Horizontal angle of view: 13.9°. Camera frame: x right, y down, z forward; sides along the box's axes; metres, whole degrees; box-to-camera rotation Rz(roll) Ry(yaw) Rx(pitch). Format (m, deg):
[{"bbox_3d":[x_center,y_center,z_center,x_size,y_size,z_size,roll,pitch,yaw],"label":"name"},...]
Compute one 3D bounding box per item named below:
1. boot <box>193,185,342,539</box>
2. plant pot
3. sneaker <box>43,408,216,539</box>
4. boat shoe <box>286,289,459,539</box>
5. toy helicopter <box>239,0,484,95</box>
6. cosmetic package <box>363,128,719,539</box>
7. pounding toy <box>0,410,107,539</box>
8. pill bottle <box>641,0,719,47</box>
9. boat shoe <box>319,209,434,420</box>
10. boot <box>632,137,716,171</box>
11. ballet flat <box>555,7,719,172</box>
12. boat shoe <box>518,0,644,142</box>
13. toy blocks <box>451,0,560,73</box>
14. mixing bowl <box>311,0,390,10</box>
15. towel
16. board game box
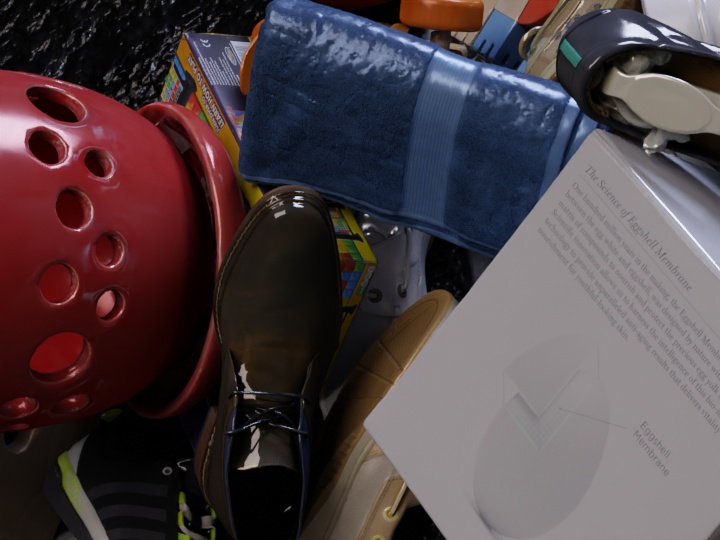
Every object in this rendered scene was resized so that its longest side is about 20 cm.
[{"bbox_3d":[-0.040,0.061,1.551,0.097,0.074,0.201,-113,29,-58],"label":"boot"},{"bbox_3d":[-0.170,-0.012,1.623,0.200,0.182,0.202,2,92,61],"label":"plant pot"},{"bbox_3d":[-0.113,0.142,1.674,0.083,0.072,0.200,-47,47,1],"label":"sneaker"},{"bbox_3d":[0.013,0.108,1.607,0.201,0.069,0.074,-59,17,1],"label":"boat shoe"},{"bbox_3d":[-0.006,-0.126,1.692,0.200,0.132,0.079,-117,32,-79],"label":"toy helicopter"},{"bbox_3d":[0.143,0.076,1.450,0.200,0.123,0.200,-53,52,21],"label":"cosmetic package"},{"bbox_3d":[-0.254,0.086,1.761,0.183,0.142,0.201,8,68,39],"label":"pounding toy"},{"bbox_3d":[0.248,-0.132,1.511,0.199,0.111,0.111,-13,54,5],"label":"pill bottle"},{"bbox_3d":[0.000,0.000,1.678,0.071,0.069,0.201,-8,61,28],"label":"boat shoe"},{"bbox_3d":[0.212,-0.057,1.566,0.199,0.068,0.131,-17,49,26],"label":"boot"},{"bbox_3d":[0.189,-0.071,1.440,0.073,0.199,0.073,-161,90,-85],"label":"ballet flat"},{"bbox_3d":[0.137,-0.129,1.591,0.200,0.073,0.063,-54,33,18],"label":"boat shoe"},{"bbox_3d":[0.109,-0.167,1.694,0.137,0.100,0.200,-58,36,4],"label":"toy blocks"},{"bbox_3d":[-0.003,-0.233,1.789,0.200,0.108,0.201,-25,46,28],"label":"mixing bowl"},{"bbox_3d":[0.032,-0.071,1.570,0.199,0.112,0.049,20,40,12],"label":"towel"},{"bbox_3d":[-0.073,-0.011,1.693,0.200,0.056,0.166,62,139,42],"label":"board game box"}]
